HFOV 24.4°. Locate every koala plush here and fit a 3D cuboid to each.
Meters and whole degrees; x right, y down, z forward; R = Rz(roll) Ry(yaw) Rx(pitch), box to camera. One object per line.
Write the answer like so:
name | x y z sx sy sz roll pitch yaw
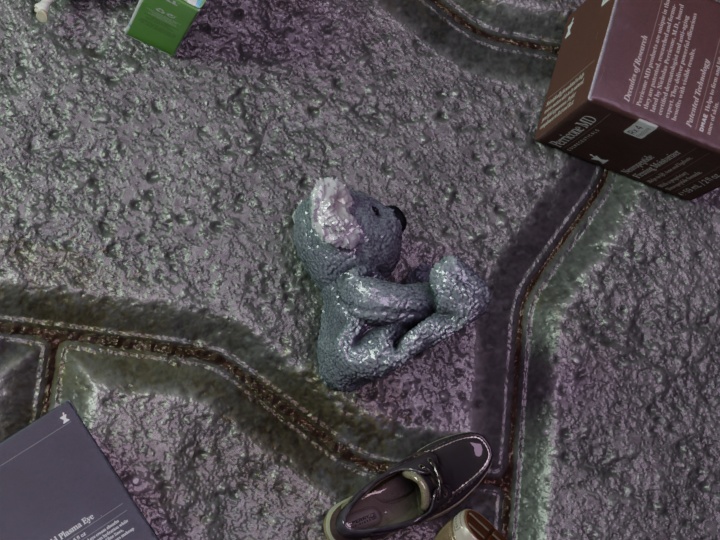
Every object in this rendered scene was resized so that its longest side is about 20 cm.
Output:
koala plush | 0.000 0.000 1.685 0.184 0.177 0.200 -32 92 -9

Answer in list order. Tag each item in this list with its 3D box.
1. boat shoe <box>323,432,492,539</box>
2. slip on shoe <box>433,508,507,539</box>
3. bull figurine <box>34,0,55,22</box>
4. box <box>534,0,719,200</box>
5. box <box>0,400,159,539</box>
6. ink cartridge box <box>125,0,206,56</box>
boat shoe | 0.056 0.225 1.703 0.200 0.065 0.072 -25 84 -19
slip on shoe | 0.156 0.331 1.714 0.200 0.076 0.061 42 111 -12
bull figurine | -0.320 -0.330 1.712 0.200 0.065 0.121 37 48 1
box | 0.325 -0.199 1.812 0.200 0.166 0.165 20 75 -10
box | -0.314 0.255 1.577 0.200 0.104 0.182 -32 89 -19
ink cartridge box | -0.176 -0.301 1.680 0.059 0.200 0.104 25 73 -11
